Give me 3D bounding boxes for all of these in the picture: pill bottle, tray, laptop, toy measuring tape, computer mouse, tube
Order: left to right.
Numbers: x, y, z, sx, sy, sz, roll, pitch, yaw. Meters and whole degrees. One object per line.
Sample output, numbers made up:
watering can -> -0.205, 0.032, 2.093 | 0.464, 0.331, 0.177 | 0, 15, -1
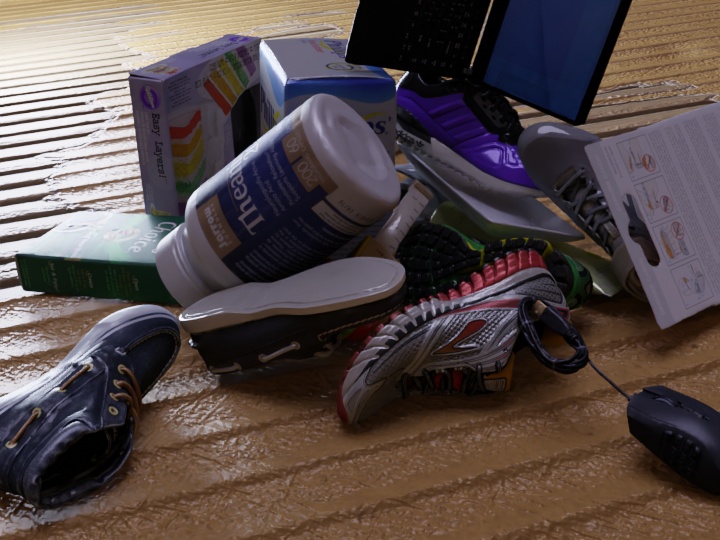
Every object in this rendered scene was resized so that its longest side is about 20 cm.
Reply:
pill bottle -> -0.074, -0.046, 0.857 | 0.200, 0.111, 0.111 | -35, 14, 23
toy measuring tape -> 0.000, 0.000, 0.889 | 0.073, 0.074, 0.200 | 9, 46, 27
tray -> 0.115, -0.071, 0.973 | 0.107, 0.022, 0.200 | 7, 24, -28
laptop -> 0.113, -0.229, 0.864 | 0.199, 0.178, 0.103 | 3, 28, -28
tube -> 0.157, -0.016, 0.960 | 0.199, 0.052, 0.058 | 21, 66, 33
computer mouse -> 0.182, 0.075, 0.694 | 0.058, 0.034, 0.200 | -28, 54, -35

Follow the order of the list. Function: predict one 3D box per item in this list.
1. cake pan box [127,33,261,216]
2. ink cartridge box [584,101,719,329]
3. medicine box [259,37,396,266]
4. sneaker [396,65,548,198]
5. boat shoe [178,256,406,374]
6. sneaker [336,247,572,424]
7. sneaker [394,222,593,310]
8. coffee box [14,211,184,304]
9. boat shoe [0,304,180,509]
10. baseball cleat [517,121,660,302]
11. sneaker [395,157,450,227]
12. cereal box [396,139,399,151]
cake pan box -> -0.168, -0.148, 1.131 | 0.052, 0.185, 0.200 | 12, 28, 23
ink cartridge box -> 0.275, -0.049, 0.880 | 0.199, 0.163, 0.057 | -20, -5, -28
medicine box -> -0.036, -0.108, 0.997 | 0.102, 0.201, 0.182 | -4, 24, -11
sneaker -> 0.115, -0.142, 0.975 | 0.199, 0.100, 0.069 | 29, 23, 21
boat shoe -> -0.048, 0.040, 0.787 | 0.199, 0.061, 0.074 | -13, 21, 26
sneaker -> 0.071, 0.059, 0.763 | 0.199, 0.078, 0.082 | -28, 69, -13
sneaker -> 0.108, 0.010, 0.901 | 0.199, 0.079, 0.085 | 11, -5, 42
coffee box -> -0.218, -0.016, 1.015 | 0.199, 0.044, 0.123 | 5, 26, 18
boat shoe -> -0.181, 0.098, 0.740 | 0.091, 0.071, 0.200 | 15, 37, 33
baseball cleat -> 0.216, -0.049, 0.891 | 0.200, 0.070, 0.107 | 36, 31, -7
sneaker -> 0.072, -0.105, 1.129 | 0.114, 0.076, 0.200 | -12, 29, -24
cereal box -> -0.054, -0.157, 1.307 | 0.143, 0.040, 0.200 | 17, 31, 38
